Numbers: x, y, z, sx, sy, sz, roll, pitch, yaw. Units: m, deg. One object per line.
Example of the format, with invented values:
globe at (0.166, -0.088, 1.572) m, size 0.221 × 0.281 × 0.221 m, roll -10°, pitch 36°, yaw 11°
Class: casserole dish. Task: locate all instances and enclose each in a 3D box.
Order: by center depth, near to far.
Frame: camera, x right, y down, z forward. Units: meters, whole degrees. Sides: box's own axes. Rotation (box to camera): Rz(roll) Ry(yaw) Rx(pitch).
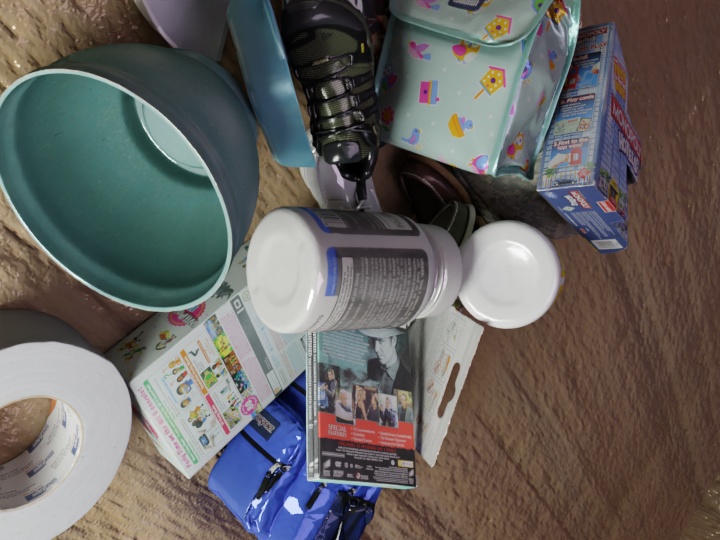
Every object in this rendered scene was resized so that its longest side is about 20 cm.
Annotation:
casserole dish at (-0.075, -0.158, 0.704) m, size 0.038 × 0.123 × 0.200 m, roll -16°, pitch 167°, yaw 0°

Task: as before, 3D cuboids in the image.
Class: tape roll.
tape roll at (-0.295, 0.138, 0.691) m, size 0.199 × 0.066 × 0.203 m, roll -25°, pitch 128°, yaw -37°

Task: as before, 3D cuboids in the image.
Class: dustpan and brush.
dustpan and brush at (-0.155, -0.244, 0.636) m, size 0.198 × 0.057 × 0.142 m, roll 6°, pitch 106°, yaw -48°

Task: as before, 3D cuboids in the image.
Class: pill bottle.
pill bottle at (0.000, 0.000, 0.794) m, size 0.198 × 0.113 × 0.115 m, roll 1°, pitch 110°, yaw -41°
pill bottle at (0.175, 0.003, 0.941) m, size 0.114 × 0.111 × 0.200 m, roll -68°, pitch 165°, yaw 6°

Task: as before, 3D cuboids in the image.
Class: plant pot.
plant pot at (-0.159, -0.090, 0.637) m, size 0.135 × 0.197 × 0.202 m, roll -61°, pitch 149°, yaw -46°

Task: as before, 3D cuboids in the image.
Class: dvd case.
dvd case at (0.001, 0.118, 0.852) m, size 0.145 × 0.022 × 0.203 m, roll 18°, pitch 63°, yaw -44°

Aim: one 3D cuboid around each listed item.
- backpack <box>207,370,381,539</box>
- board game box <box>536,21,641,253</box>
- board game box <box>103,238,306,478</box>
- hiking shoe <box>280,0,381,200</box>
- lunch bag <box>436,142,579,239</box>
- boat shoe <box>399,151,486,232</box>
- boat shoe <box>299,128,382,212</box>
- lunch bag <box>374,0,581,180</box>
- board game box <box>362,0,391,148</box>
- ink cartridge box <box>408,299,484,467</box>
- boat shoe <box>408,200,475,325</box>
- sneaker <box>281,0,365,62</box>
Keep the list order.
backpack at (-0.053, 0.205, 0.910) m, size 0.201 × 0.162 × 0.168 m, roll -56°, pitch 136°, yaw -6°
board game box at (0.256, -0.145, 0.882) m, size 0.199 × 0.061 × 0.203 m, roll 27°, pitch 65°, yaw -53°
board game box at (-0.139, 0.084, 0.830) m, size 0.200 × 0.064 × 0.149 m, roll -41°, pitch 135°, yaw -26°
hiking shoe at (-0.014, -0.147, 0.716) m, size 0.075 × 0.102 × 0.200 m, roll -14°, pitch 150°, yaw 10°
lunch bag at (0.192, -0.128, 0.986) m, size 0.140 × 0.167 × 0.200 m, roll -56°, pitch 140°, yaw -7°
boat shoe at (0.098, -0.065, 0.995) m, size 0.071 × 0.070 × 0.200 m, roll -57°, pitch 140°, yaw -9°
boat shoe at (-0.009, -0.063, 0.874) m, size 0.071 × 0.069 × 0.202 m, roll -25°, pitch 133°, yaw -10°
lunch bag at (0.109, -0.206, 0.798) m, size 0.121 × 0.169 × 0.203 m, roll -7°, pitch 117°, yaw -52°
board game box at (0.029, -0.240, 0.853) m, size 0.135 × 0.034 × 0.202 m, roll -37°, pitch 133°, yaw -28°
ink cartridge box at (0.085, 0.114, 0.946) m, size 0.049 × 0.200 × 0.163 m, roll 16°, pitch 97°, yaw -24°
boat shoe at (0.058, -0.001, 0.952) m, size 0.060 × 0.072 × 0.203 m, roll 28°, pitch 114°, yaw -17°
sneaker at (-0.040, -0.276, 0.723) m, size 0.200 × 0.078 × 0.132 m, roll 68°, pitch 18°, yaw -68°
